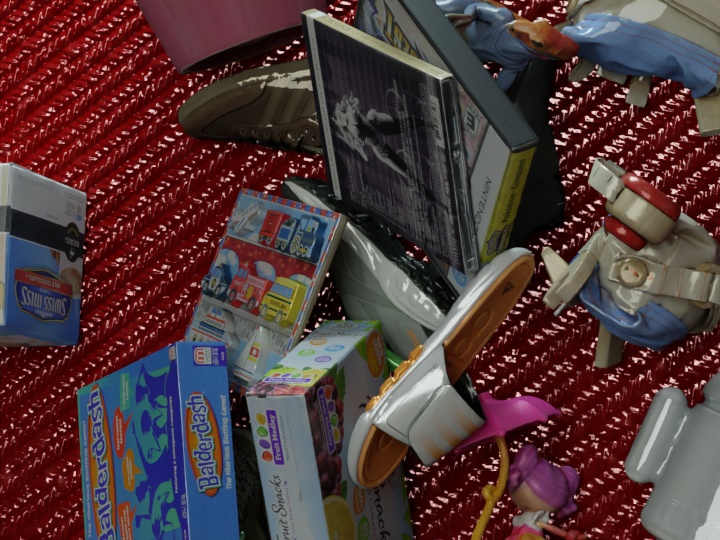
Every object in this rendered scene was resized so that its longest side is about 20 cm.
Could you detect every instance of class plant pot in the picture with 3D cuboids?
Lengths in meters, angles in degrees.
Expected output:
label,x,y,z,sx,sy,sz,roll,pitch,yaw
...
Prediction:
label,x,y,z,sx,sy,sz,roll,pitch,yaw
plant pot,-0.113,-0.259,1.803,0.200,0.200,0.179,-19,90,16

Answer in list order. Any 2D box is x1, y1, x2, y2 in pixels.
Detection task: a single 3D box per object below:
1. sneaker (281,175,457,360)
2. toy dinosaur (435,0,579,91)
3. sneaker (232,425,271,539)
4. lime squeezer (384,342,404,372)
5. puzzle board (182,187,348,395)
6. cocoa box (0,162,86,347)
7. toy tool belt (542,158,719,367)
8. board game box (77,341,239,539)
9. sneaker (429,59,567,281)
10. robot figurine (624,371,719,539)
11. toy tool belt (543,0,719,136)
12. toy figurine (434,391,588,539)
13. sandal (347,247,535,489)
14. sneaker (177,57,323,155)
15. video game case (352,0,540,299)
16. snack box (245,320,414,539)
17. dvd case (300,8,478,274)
label,x,y,z,sx,sy,sz,roll,pitch,yaw
sneaker,0.000,0.000,1.769,0.200,0.074,0.079,47,114,25
toy dinosaur,0.092,-0.186,1.690,0.181,0.105,0.200,-3,53,38
sneaker,-0.099,0.213,1.754,0.077,0.089,0.200,-21,73,16
lime squeezer,-0.010,0.078,1.747,0.200,0.071,0.038,-10,34,34
puzzle board,-0.082,0.016,1.754,0.200,0.017,0.151,17,85,65
cocoa box,-0.340,-0.007,1.859,0.199,0.133,0.132,-2,80,20
toy tool belt,0.189,0.009,1.621,0.125,0.200,0.123,37,93,20
board game box,-0.158,0.147,1.749,0.200,0.045,0.153,-27,65,59
sneaker,0.120,-0.075,1.745,0.091,0.076,0.200,20,82,0
robot figurine,0.274,0.148,1.618,0.169,0.113,0.200,26,90,2
toy tool belt,0.195,-0.180,1.699,0.200,0.125,0.123,16,89,6
toy figurine,0.113,0.184,1.667,0.150,0.200,0.184,-18,49,52
sandal,0.068,0.078,1.615,0.059,0.079,0.207,39,95,27
sneaker,-0.050,-0.122,1.809,0.200,0.070,0.076,-15,76,18
video game case,0.049,-0.100,1.636,0.025,0.181,0.200,-21,59,-24
snack box,-0.018,0.154,1.666,0.053,0.142,0.201,-1,110,23
dvd case,0.020,-0.096,1.651,0.016,0.149,0.200,-21,28,-23
